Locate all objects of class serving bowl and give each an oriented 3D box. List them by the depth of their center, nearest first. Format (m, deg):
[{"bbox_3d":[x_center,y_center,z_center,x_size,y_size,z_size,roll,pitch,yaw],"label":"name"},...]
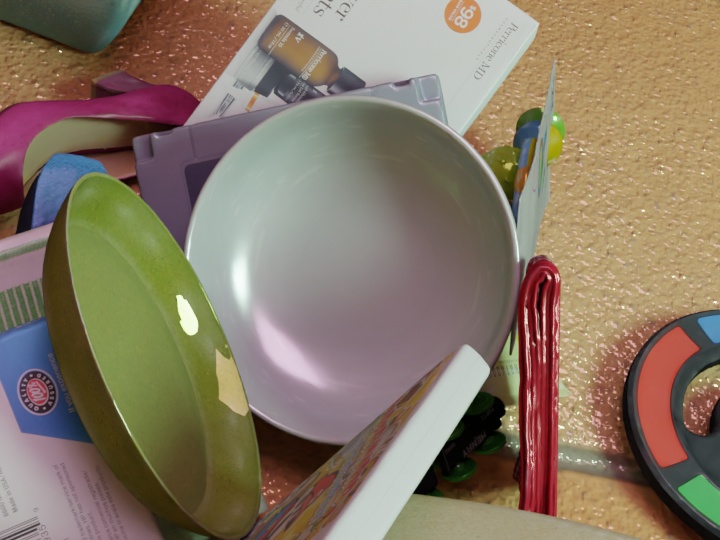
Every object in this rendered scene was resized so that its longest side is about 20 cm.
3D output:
[{"bbox_3d":[0.000,0.000,0.854,0.200,0.201,0.066,33,8,13],"label":"serving bowl"}]

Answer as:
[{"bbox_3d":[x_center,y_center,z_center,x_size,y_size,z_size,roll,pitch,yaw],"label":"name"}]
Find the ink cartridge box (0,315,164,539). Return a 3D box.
[{"bbox_3d":[-0.214,0.125,0.717,0.199,0.084,0.146,-21,88,-21],"label":"ink cartridge box"}]

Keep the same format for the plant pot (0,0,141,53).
[{"bbox_3d":[-0.210,-0.276,1.032,0.195,0.200,0.197,21,48,2],"label":"plant pot"}]

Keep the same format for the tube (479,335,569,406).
[{"bbox_3d":[0.067,0.006,0.972,0.058,0.052,0.201,-27,61,3],"label":"tube"}]

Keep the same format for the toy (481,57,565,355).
[{"bbox_3d":[0.099,-0.049,0.964,0.047,0.116,0.200,8,34,14],"label":"toy"}]

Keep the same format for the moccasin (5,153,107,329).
[{"bbox_3d":[-0.180,0.033,0.860,0.080,0.068,0.201,18,70,-17],"label":"moccasin"}]

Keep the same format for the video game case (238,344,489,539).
[{"bbox_3d":[-0.033,0.128,0.658,0.023,0.182,0.200,46,28,0],"label":"video game case"}]

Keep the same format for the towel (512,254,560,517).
[{"bbox_3d":[0.096,0.064,0.807,0.022,0.200,0.145,2,91,6],"label":"towel"}]

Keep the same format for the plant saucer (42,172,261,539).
[{"bbox_3d":[-0.109,0.047,0.744,0.031,0.200,0.201,-22,52,10],"label":"plant saucer"}]

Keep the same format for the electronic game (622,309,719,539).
[{"bbox_3d":[0.266,0.107,0.944,0.199,0.042,0.201,8,49,-9],"label":"electronic game"}]

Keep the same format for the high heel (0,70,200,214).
[{"bbox_3d":[-0.179,-0.075,0.955,0.096,0.068,0.200,26,44,21],"label":"high heel"}]

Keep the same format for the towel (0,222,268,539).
[{"bbox_3d":[-0.155,0.072,0.810,0.152,0.023,0.201,-22,86,-26],"label":"towel"}]

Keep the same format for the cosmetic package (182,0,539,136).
[{"bbox_3d":[-0.001,-0.122,0.957,0.151,0.052,0.200,36,89,2],"label":"cosmetic package"}]

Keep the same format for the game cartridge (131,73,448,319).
[{"bbox_3d":[-0.035,-0.038,0.913,0.199,0.041,0.134,-11,86,5],"label":"game cartridge"}]

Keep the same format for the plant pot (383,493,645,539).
[{"bbox_3d":[0.038,0.226,0.691,0.177,0.200,0.200,24,47,24],"label":"plant pot"}]

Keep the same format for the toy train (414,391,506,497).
[{"bbox_3d":[0.010,0.130,0.845,0.056,0.042,0.200,9,36,46],"label":"toy train"}]
